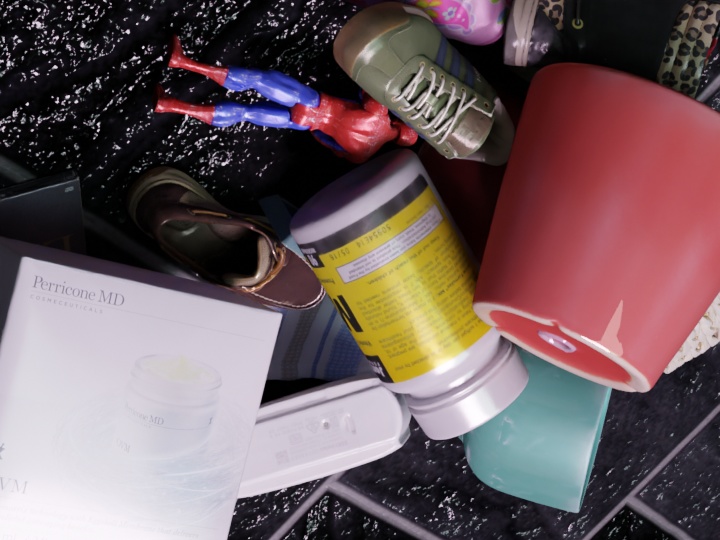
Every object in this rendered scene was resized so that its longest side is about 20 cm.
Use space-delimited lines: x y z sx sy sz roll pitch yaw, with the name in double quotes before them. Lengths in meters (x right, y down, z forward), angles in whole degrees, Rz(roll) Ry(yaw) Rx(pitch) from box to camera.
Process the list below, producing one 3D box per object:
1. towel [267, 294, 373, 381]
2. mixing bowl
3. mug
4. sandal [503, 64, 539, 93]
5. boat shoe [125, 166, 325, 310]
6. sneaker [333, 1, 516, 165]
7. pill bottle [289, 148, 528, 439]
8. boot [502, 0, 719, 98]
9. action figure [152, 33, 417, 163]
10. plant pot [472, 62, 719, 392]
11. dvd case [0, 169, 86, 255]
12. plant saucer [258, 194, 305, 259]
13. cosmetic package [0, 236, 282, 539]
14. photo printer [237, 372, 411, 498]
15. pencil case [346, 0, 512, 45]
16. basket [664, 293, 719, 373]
"towel" -0.017 0.038 1.378 0.198 0.024 0.148 3 122 -36
"mixing bowl" 0.140 -0.046 1.297 0.199 0.108 0.202 -17 114 -44
"mug" 0.153 0.108 1.357 0.113 0.185 0.153 14 120 11
"sandal" 0.207 -0.154 1.334 0.200 0.080 0.058 11 105 -40
"boat shoe" -0.094 -0.009 1.236 0.072 0.072 0.199 -48 131 8
"sneaker" 0.059 -0.125 1.139 0.067 0.090 0.200 -45 157 12
"pill bottle" 0.041 0.020 1.211 0.114 0.114 0.201 -33 103 -6
"boot" 0.200 -0.221 1.167 0.073 0.149 0.202 81 30 -65
"action figure" -0.052 -0.136 1.185 0.198 0.099 0.066 14 122 -16
"plant pot" 0.178 -0.023 1.141 0.200 0.199 0.179 36 77 -47
"dvd case" -0.274 0.028 1.195 0.147 0.016 0.201 -18 134 -23
"plant saucer" 0.000 0.000 1.299 0.199 0.070 0.019 32 105 -36
"cosmetic package" -0.186 0.097 1.138 0.198 0.123 0.202 13 91 -28
"photo printer" -0.039 0.135 1.334 0.165 0.070 0.200 -17 177 3
"pencil case" 0.026 -0.223 1.143 0.199 0.088 0.088 10 119 -40
"basket" 0.272 -0.015 1.446 0.123 0.136 0.200 -37 142 3
